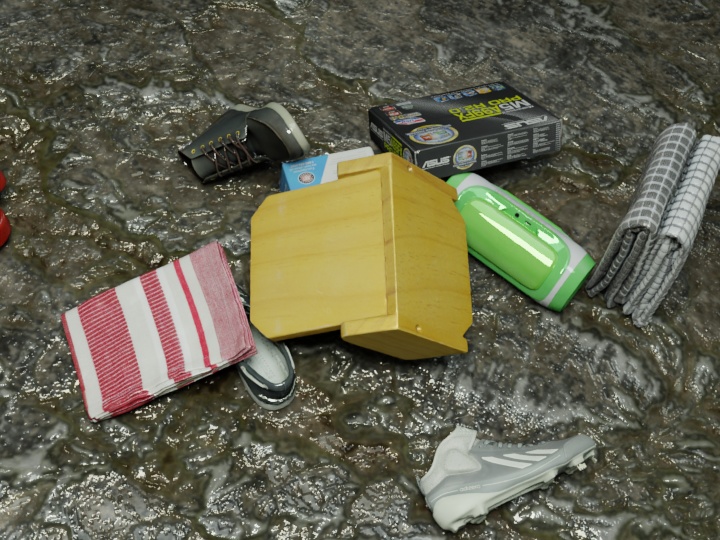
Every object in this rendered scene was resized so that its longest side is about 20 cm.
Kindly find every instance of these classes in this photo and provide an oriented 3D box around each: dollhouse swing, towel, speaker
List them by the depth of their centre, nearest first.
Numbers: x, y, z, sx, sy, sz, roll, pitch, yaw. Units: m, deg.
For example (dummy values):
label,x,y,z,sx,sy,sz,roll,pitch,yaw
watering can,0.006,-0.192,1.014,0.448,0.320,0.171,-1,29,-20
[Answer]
label,x,y,z,sx,sy,sz,roll,pitch,yaw
towel,-0.224,0.066,1.076,0.199,0.023,0.144,-24,64,2
dollhouse swing,0.000,0.000,1.098,0.182,0.175,0.201,22,58,-47
towel,0.345,-0.054,1.160,0.085,0.200,0.166,23,61,11
speaker,0.182,-0.038,1.192,0.200,0.089,0.088,37,62,13

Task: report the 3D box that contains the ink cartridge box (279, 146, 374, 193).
label,x,y,z,sx,sy,sz,roll,pitch,yaw
ink cartridge box,-0.015,-0.038,1.168,0.115,0.068,0.201,-13,69,-14

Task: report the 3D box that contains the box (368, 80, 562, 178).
label,x,y,z,sx,sy,sz,roll,pitch,yaw
box,0.130,-0.180,1.246,0.199,0.044,0.160,-14,31,-15

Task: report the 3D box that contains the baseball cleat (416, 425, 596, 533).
label,x,y,z,sx,sy,sz,roll,pitch,yaw
baseball cleat,0.156,0.201,1.061,0.199,0.070,0.107,-22,66,-20

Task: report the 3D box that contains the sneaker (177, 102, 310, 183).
label,x,y,z,sx,sy,sz,roll,pitch,yaw
sneaker,-0.141,-0.142,1.173,0.106,0.200,0.075,-39,114,-18

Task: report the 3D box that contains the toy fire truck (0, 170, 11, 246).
label,x,y,z,sx,sy,sz,roll,pitch,yaw
toy fire truck,-0.507,-0.059,1.104,0.168,0.112,0.200,18,57,24

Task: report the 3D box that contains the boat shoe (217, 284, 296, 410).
label,x,y,z,sx,sy,sz,roll,pitch,yaw
boat shoe,-0.134,0.063,1.104,0.076,0.060,0.200,-34,70,-23
